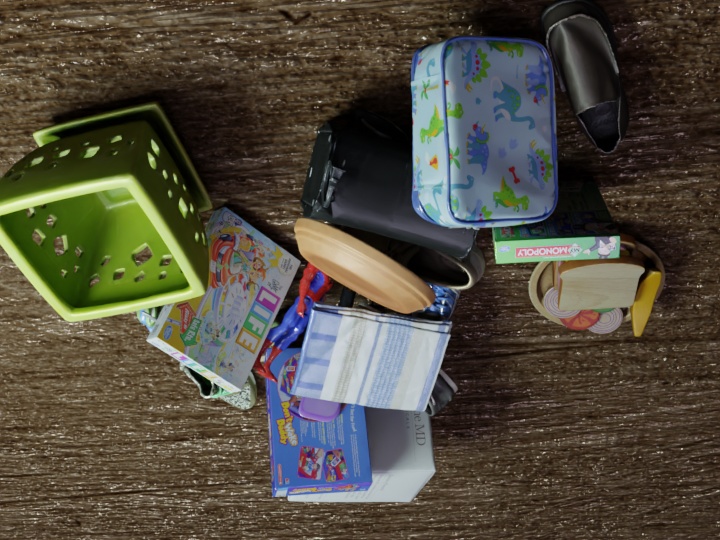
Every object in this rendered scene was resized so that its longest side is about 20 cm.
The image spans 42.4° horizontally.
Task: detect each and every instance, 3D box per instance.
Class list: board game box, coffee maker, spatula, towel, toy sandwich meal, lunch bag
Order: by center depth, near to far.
[{"bbox_3d":[0.135,-0.145,0.994,0.160,0.202,0.082,-6,-175,-27],"label":"lunch bag"},{"bbox_3d":[0.042,-0.085,1.076,0.199,0.193,0.135,13,119,-12],"label":"coffee maker"},{"bbox_3d":[0.220,-0.062,1.085,0.133,0.200,0.029,-4,113,8],"label":"board game box"},{"bbox_3d":[-0.173,0.037,1.206,0.134,0.201,0.034,36,151,-26],"label":"board game box"},{"bbox_3d":[0.015,0.118,1.252,0.198,0.024,0.148,9,114,-13],"label":"towel"},{"bbox_3d":[0.324,0.028,1.260,0.203,0.071,0.206,2,136,2],"label":"toy sandwich meal"},{"bbox_3d":[-0.061,0.207,1.294,0.133,0.201,0.045,0,153,-11],"label":"board game box"},{"bbox_3d":[-0.036,0.111,1.296,0.056,0.201,0.021,15,168,-2],"label":"spatula"}]

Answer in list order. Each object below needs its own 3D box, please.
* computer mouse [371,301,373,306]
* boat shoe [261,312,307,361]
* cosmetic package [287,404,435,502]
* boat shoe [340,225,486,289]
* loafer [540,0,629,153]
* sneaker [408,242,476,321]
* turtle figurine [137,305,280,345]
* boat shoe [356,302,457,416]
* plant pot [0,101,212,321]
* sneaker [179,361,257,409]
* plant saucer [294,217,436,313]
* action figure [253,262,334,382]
[{"bbox_3d":[0.023,0.037,1.324,0.058,0.034,0.201,20,143,5],"label":"computer mouse"},{"bbox_3d":[-0.116,0.088,1.358,0.198,0.072,0.072,7,129,-10],"label":"boat shoe"},{"bbox_3d":[-0.006,0.248,1.405,0.198,0.168,0.167,2,151,-10],"label":"cosmetic package"},{"bbox_3d":[0.060,-0.025,1.186,0.199,0.065,0.073,21,117,15],"label":"boat shoe"},{"bbox_3d":[0.256,-0.209,1.017,0.073,0.072,0.200,-20,132,23],"label":"loafer"},{"bbox_3d":[0.112,0.020,1.262,0.075,0.077,0.201,9,135,-3],"label":"sneaker"},{"bbox_3d":[-0.204,0.043,1.255,0.192,0.144,0.201,2,129,-13],"label":"turtle figurine"},{"bbox_3d":[0.058,0.128,1.318,0.200,0.057,0.067,44,163,-16],"label":"boat shoe"},{"bbox_3d":[-0.294,-0.081,1.108,0.199,0.182,0.200,-10,134,14],"label":"plant pot"},{"bbox_3d":[-0.229,0.170,1.431,0.076,0.089,0.200,-18,133,21],"label":"sneaker"},{"bbox_3d":[0.000,0.000,1.158,0.199,0.038,0.200,29,171,5],"label":"plant saucer"},{"bbox_3d":[-0.077,0.055,1.250,0.051,0.201,0.065,22,165,32],"label":"action figure"}]
